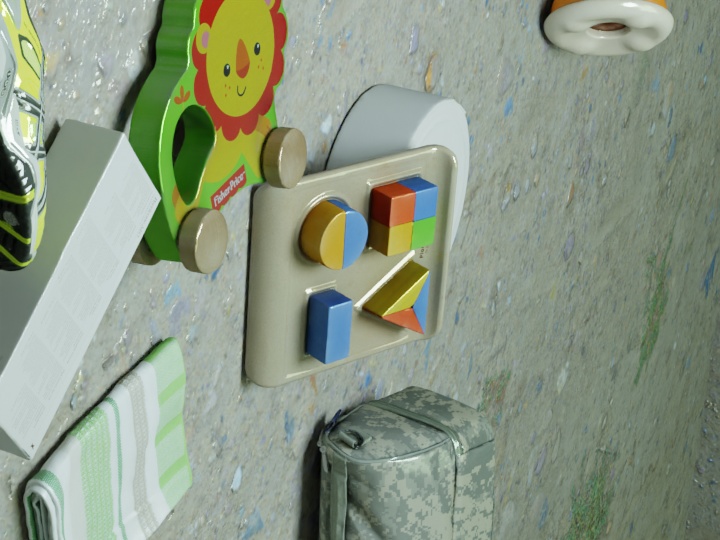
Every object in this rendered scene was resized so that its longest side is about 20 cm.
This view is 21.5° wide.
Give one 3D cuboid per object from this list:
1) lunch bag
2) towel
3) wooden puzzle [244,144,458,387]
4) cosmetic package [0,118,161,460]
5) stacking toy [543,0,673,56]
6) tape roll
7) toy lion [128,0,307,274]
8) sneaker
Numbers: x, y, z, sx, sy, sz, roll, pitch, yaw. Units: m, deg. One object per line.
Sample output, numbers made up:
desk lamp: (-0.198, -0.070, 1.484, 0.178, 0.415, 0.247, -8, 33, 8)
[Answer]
lunch bag: (0.031, 0.225, 1.824, 0.167, 0.139, 0.202, -21, 121, -45)
towel: (-0.178, 0.159, 1.393, 0.200, 0.030, 0.150, -50, 148, -50)
wooden puzzle: (0.000, 0.000, 1.597, 0.199, 0.046, 0.187, -13, 120, -34)
cosmetic package: (-0.200, 0.011, 1.209, 0.201, 0.050, 0.083, -66, 155, -23)
stacking toy: (0.279, -0.354, 2.146, 0.146, 0.145, 0.202, 40, 49, -67)
tape roll: (0.032, -0.066, 1.730, 0.202, 0.070, 0.204, 14, 90, -69)
toy lion: (-0.107, -0.125, 1.359, 0.200, 0.068, 0.193, -51, 141, -48)
sneaker: (-0.206, -0.090, 1.096, 0.076, 0.075, 0.201, -50, 149, -48)
